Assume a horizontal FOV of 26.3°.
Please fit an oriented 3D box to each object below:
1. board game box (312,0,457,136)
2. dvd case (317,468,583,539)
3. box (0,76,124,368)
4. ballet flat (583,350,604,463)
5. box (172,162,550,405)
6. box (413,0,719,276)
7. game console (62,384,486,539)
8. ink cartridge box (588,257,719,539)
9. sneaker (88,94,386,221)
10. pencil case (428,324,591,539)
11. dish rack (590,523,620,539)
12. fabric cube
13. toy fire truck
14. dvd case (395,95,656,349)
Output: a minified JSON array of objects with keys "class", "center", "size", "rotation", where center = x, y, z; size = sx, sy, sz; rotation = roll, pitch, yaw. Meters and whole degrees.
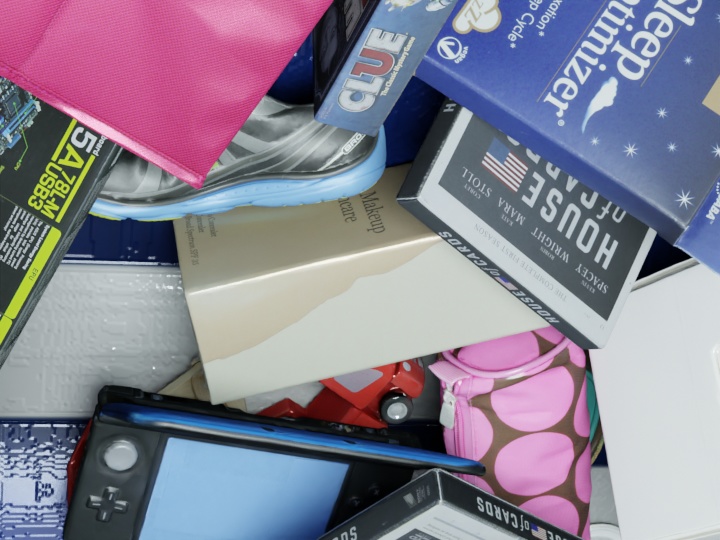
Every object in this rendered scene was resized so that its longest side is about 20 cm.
[{"class":"board game box","center":[0.028,-0.178,0.708],"size":[0.034,0.137,0.200],"rotation":[13,139,-19]},{"class":"dvd case","center":[0.024,0.187,0.875],"size":[0.150,0.025,0.199],"rotation":[29,130,-34]},{"class":"box","center":[-0.232,-0.058,0.781],"size":[0.192,0.048,0.201],"rotation":[30,111,-6]},{"class":"ballet flat","center":[0.139,0.040,0.949],"size":[0.070,0.071,0.202],"rotation":[-9,124,-6]},{"class":"box","center":[0.000,0.000,0.873],"size":[0.198,0.095,0.078],"rotation":[-14,121,-5]},{"class":"box","center":[0.132,-0.099,0.761],"size":[0.199,0.032,0.122],"rotation":[34,74,6]},{"class":"game console","center":[-0.055,0.135,0.869],"size":[0.198,0.119,0.172],"rotation":[11,115,-17]},{"class":"ink cartridge box","center":[0.250,0.076,0.878],"size":[0.199,0.149,0.144],"rotation":[9,154,-42]},{"class":"sneaker","center":[-0.086,-0.072,0.836],"size":[0.197,0.071,0.084],"rotation":[-8,100,-5]},{"class":"pencil case","center":[0.090,0.117,0.929],"size":[0.093,0.090,0.202],"rotation":[-34,128,-35]},{"class":"dish rack","center":[0.177,0.285,1.111],"size":[0.199,0.044,0.172],"rotation":[36,107,-29]},{"class":"fabric cube","center":[-0.102,-0.199,0.672],"size":[0.199,0.197,0.200],"rotation":[29,113,-26]},{"class":"toy fire truck","center":[-0.071,0.094,0.940],"size":[0.140,0.049,0.200],"rotation":[33,109,-26]},{"class":"dvd case","center":[0.116,-0.082,0.824],"size":[0.150,0.025,0.201],"rotation":[36,71,-29]}]
